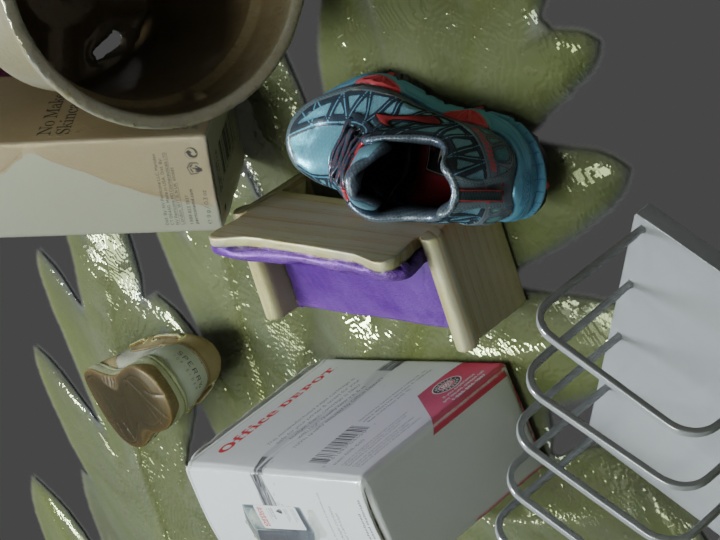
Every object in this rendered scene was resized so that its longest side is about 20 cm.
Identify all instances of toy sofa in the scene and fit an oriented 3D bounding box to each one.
[{"bbox_3d":[0.000,0.000,1.726,0.199,0.097,0.083,8,124,48],"label":"toy sofa"}]

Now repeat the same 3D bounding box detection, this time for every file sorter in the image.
[{"bbox_3d":[0.169,0.096,1.572,0.139,0.124,0.201,36,142,26],"label":"file sorter"}]

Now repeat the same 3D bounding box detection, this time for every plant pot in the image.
[{"bbox_3d":[-0.162,-0.185,1.692,0.201,0.200,0.183,63,157,-12],"label":"plant pot"}]

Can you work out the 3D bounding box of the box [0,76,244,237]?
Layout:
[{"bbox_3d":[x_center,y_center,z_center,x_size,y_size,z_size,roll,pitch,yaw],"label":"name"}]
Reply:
[{"bbox_3d":[-0.186,-0.079,1.808,0.199,0.095,0.078,-2,125,9],"label":"box"}]

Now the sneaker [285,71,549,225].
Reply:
[{"bbox_3d":[0.015,-0.072,1.635,0.199,0.095,0.080,12,109,44],"label":"sneaker"}]

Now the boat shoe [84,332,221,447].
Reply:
[{"bbox_3d":[-0.153,0.086,2.025,0.074,0.066,0.200,59,160,-8],"label":"boat shoe"}]

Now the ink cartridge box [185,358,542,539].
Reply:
[{"bbox_3d":[0.000,0.129,1.794,0.200,0.145,0.085,2,121,51],"label":"ink cartridge box"}]

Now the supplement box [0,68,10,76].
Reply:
[{"bbox_3d":[-0.290,-0.121,1.974,0.086,0.110,0.200,52,146,6],"label":"supplement box"}]
